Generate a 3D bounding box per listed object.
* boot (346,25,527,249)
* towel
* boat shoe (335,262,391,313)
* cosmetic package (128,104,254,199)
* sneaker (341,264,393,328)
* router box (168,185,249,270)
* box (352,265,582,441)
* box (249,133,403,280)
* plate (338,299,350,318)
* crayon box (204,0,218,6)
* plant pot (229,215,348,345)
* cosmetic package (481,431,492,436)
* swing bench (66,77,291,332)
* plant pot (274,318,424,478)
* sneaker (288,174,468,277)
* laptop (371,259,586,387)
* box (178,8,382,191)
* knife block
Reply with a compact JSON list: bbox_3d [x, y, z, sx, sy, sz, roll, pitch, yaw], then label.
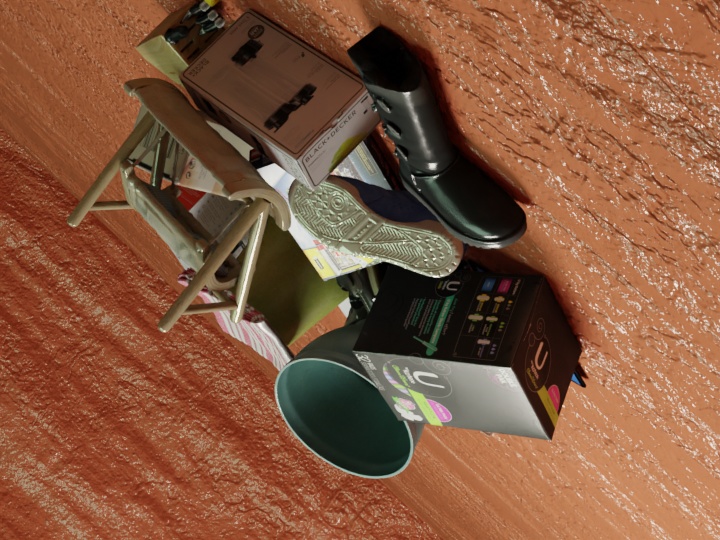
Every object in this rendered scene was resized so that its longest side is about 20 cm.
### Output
[{"bbox_3d":[0.075,-0.123,1.355,0.164,0.066,0.201,33,159,34],"label":"boot"},{"bbox_3d":[-0.158,0.077,1.937,0.199,0.030,0.147,31,162,45],"label":"towel"},{"bbox_3d":[-0.001,-0.001,1.789,0.072,0.066,0.203,-4,-107,-69],"label":"boat shoe"},{"bbox_3d":[-0.184,-0.146,1.780,0.103,0.088,0.199,24,-173,34],"label":"cosmetic package"},{"bbox_3d":[0.022,0.053,1.911,0.077,0.087,0.201,21,134,6],"label":"sneaker"},{"bbox_3d":[-0.193,-0.077,2.053,0.049,0.180,0.200,35,164,32],"label":"router box"},{"bbox_3d":[0.120,0.090,1.582,0.198,0.125,0.149,4,145,31],"label":"box"},{"bbox_3d":[-0.023,-0.081,1.634,0.200,0.135,0.038,57,-158,-43],"label":"box"},{"bbox_3d":[0.029,0.075,2.177,0.199,0.032,0.200,33,163,44],"label":"plate"},{"bbox_3d":[-0.195,-0.372,1.397,0.200,0.058,0.173,45,168,1],"label":"crayon box"},{"bbox_3d":[-0.095,0.005,1.996,0.200,0.184,0.201,41,167,12],"label":"plant pot"},{"bbox_3d":[0.111,0.132,1.941,0.103,0.088,0.199,40,173,-41],"label":"cosmetic package"},{"bbox_3d":[-0.190,-0.075,1.566,0.129,0.201,0.199,-6,-135,-49],"label":"swing bench"},{"bbox_3d":[0.007,0.147,1.836,0.199,0.134,0.201,20,137,19],"label":"plant pot"},{"bbox_3d":[0.025,-0.061,1.539,0.198,0.077,0.111,19,-157,10],"label":"sneaker"},{"bbox_3d":[0.140,0.085,1.693,0.178,0.199,0.104,54,-157,-37],"label":"laptop"},{"bbox_3d":[-0.086,-0.184,1.523,0.199,0.117,0.060,35,165,33],"label":"box"},{"bbox_3d":[-0.211,-0.284,1.713,0.200,0.064,0.176,38,165,28],"label":"knife block"}]
